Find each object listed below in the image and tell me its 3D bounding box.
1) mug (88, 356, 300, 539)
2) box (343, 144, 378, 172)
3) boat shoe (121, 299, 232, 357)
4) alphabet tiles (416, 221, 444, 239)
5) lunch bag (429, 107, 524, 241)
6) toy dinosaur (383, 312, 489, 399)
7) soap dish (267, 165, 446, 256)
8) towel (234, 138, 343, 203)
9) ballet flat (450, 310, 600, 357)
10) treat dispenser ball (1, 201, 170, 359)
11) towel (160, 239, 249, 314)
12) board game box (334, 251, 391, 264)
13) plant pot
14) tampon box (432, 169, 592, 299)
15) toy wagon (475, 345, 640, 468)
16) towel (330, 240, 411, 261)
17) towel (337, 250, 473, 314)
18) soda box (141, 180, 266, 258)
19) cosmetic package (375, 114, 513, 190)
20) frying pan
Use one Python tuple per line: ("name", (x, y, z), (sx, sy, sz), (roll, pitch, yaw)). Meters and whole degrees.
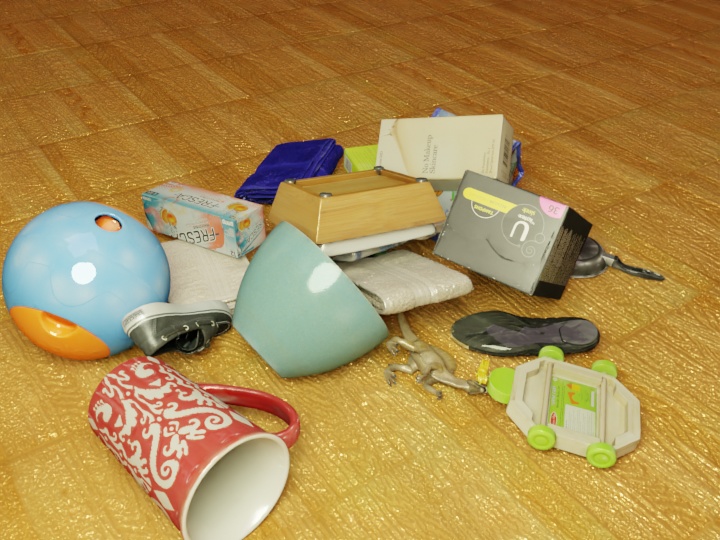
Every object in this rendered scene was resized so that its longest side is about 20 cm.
("mug", (-0.178, 0.186, 0.799), (0.200, 0.134, 0.177), (27, 8, 35))
("box", (0.081, -0.195, 1.371), (0.200, 0.048, 0.122), (-10, 38, -16))
("boat shoe", (-0.219, 0.078, 0.926), (0.057, 0.069, 0.200), (56, 17, 15))
("alphabet tiles", (0.031, -0.074, 1.122), (0.200, 0.015, 0.196), (9, 19, 32))
("lunch bag", (0.151, -0.142, 1.236), (0.170, 0.124, 0.200), (28, 75, 28))
("toy dinosaur", (0.076, 0.112, 0.967), (0.101, 0.058, 0.200), (-9, 43, -40))
("soap dish", (-0.007, -0.087, 1.014), (0.200, 0.081, 0.157), (-12, 21, -27))
("towel", (-0.125, -0.180, 1.320), (0.148, 0.050, 0.200), (3, 35, 18))
("ballet flat", (0.223, 0.093, 1.004), (0.200, 0.057, 0.067), (2, 64, 8))
("treat dispenser ball", (-0.344, 0.012, 0.935), (0.201, 0.201, 0.201), (2, 36, -1))
("towel", (-0.231, 0.005, 1.093), (0.132, 0.034, 0.200), (-12, 39, -20))
("board game box", (0.000, 0.000, 1.124), (0.200, 0.023, 0.105), (11, 35, 13))
("plant pot", (-0.080, 0.057, 0.928), (0.135, 0.200, 0.200), (-44, 51, -10))
("tampon box", (0.219, -0.045, 1.037), (0.150, 0.126, 0.200), (24, 6, 25))
("toy wagon", (0.238, 0.158, 0.901), (0.200, 0.040, 0.155), (15, 38, 9))
("towel", (-0.002, -0.050, 1.114), (0.147, 0.024, 0.200), (7, 18, 40))
("towel", (0.047, 0.010, 0.998), (0.132, 0.035, 0.200), (-14, 17, -22))
("soda box", (-0.241, -0.081, 1.135), (0.200, 0.064, 0.068), (17, 34, 31))
("cosmetic package", (0.130, -0.181, 1.150), (0.200, 0.104, 0.073), (3, -9, 26))
("frying pan", (0.368, -0.012, 1.163), (0.190, 0.031, 0.115), (29, 45, 35))
